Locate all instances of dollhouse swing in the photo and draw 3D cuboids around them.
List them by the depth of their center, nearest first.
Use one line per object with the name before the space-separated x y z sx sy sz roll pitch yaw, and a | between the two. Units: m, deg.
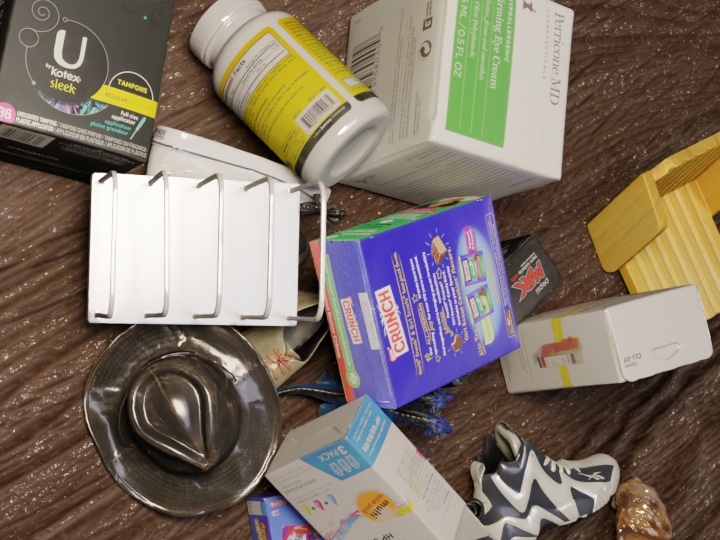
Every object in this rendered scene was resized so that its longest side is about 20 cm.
dollhouse swing | 0.416 -0.042 1.560 0.200 0.182 0.176 -24 75 -31

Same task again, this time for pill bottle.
pill bottle | -0.075 -0.186 1.282 0.112 0.113 0.200 -37 76 -29

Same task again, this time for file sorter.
file sorter | -0.141 -0.019 1.158 0.199 0.124 0.139 2 88 -17

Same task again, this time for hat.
hat | -0.164 0.138 1.198 0.200 0.081 0.201 0 90 -9

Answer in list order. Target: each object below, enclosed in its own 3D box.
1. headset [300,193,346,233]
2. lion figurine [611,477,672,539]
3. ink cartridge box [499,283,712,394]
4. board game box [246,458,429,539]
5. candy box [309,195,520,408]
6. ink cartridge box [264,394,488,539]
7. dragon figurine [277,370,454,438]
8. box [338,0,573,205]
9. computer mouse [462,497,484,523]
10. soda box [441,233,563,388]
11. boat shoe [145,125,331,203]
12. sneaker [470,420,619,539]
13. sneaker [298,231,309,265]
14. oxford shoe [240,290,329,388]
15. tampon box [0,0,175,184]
headset | 0.000 0.000 1.341 0.124 0.094 0.200 -59 142 -27
lion figurine | 0.306 0.350 1.486 0.122 0.072 0.200 45 67 -9
ink cartridge box | 0.269 0.077 1.427 0.145 0.200 0.084 -13 90 -32
board game box | -0.011 0.280 1.321 0.200 0.045 0.135 -8 87 -31
candy box | 0.059 0.027 1.278 0.200 0.077 0.170 -20 102 -43
ink cartridge box | 0.019 0.229 1.244 0.200 0.115 0.068 48 37 -16
dragon figurine | 0.002 0.133 1.319 0.200 0.099 0.059 15 75 -28
box | 0.098 -0.187 1.364 0.171 0.200 0.200 14 75 -30
computer mouse | 0.135 0.353 1.369 0.200 0.044 0.110 66 33 -22
soda box | 0.136 0.044 1.433 0.200 0.063 0.071 -43 105 -29
boat shoe | -0.126 -0.089 1.301 0.200 0.074 0.066 17 90 -25
sneaker | 0.203 0.218 1.436 0.199 0.079 0.130 -21 102 -21
sneaker | -0.143 -0.034 1.250 0.200 0.073 0.082 -3 106 -24
oxford shoe | -0.101 0.092 1.277 0.070 0.075 0.200 48 66 -19
tampon box | -0.271 -0.201 1.189 0.150 0.126 0.201 14 76 -29
